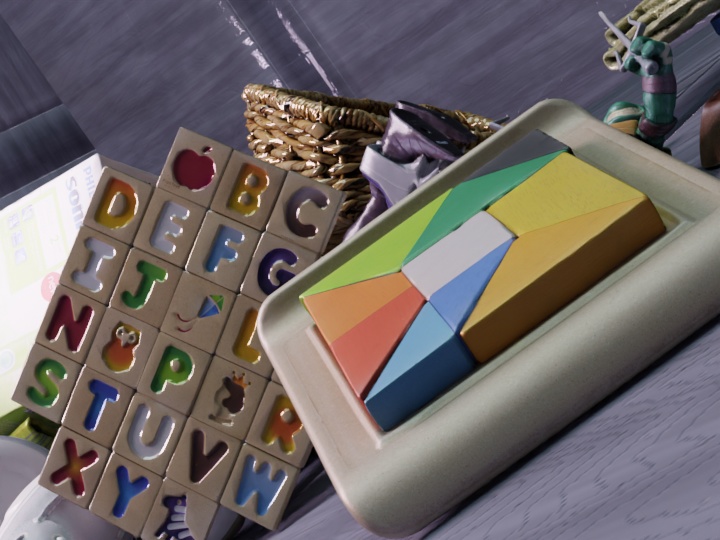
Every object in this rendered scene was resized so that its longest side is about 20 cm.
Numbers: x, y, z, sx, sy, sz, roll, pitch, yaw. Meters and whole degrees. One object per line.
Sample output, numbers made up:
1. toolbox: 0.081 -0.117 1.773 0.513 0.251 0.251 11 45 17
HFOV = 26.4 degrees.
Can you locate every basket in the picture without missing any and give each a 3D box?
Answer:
1. basket: 0.034 -0.079 1.052 0.199 0.150 0.143 5 -21 -30

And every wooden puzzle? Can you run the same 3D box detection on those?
1. wooden puzzle: 0.048 0.002 0.620 0.185 0.037 0.200 -35 25 -2

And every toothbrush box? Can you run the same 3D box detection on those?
1. toothbrush box: -0.221 0.031 1.100 0.199 0.146 0.086 -25 -22 22

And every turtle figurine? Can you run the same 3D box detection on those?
1. turtle figurine: 0.143 -0.072 0.920 0.150 0.101 0.200 -43 11 34

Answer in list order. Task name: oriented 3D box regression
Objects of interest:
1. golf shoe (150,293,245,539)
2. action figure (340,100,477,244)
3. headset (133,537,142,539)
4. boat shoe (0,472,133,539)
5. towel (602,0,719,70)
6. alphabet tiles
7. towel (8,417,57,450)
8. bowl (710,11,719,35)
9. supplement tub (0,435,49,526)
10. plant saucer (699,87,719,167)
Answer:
1. golf shoe: -0.095 0.054 0.823 0.072 0.201 0.092 -6 -27 14
2. action figure: 0.000 0.000 0.911 0.130 0.069 0.201 -19 -42 -63
3. headset: -0.120 0.063 0.942 0.123 0.094 0.201 4 43 9
4. boat shoe: -0.169 0.167 0.782 0.068 0.072 0.200 -20 21 50
5. towel: 0.247 -0.199 0.956 0.200 0.037 0.148 -37 2 -20
6. alphabet tiles: -0.087 0.036 0.778 0.201 0.166 0.006 -68 -21 1
7. towel: -0.228 0.167 1.147 0.200 0.143 0.023 -36 39 48
8. bowl: 0.306 -0.194 0.927 0.200 0.039 0.201 -35 2 1
9. supplement tub: -0.232 0.174 0.988 0.122 0.123 0.200 -36 -2 -15
10. plant saucer: 0.283 -0.133 0.929 0.200 0.035 0.200 -35 2 1
